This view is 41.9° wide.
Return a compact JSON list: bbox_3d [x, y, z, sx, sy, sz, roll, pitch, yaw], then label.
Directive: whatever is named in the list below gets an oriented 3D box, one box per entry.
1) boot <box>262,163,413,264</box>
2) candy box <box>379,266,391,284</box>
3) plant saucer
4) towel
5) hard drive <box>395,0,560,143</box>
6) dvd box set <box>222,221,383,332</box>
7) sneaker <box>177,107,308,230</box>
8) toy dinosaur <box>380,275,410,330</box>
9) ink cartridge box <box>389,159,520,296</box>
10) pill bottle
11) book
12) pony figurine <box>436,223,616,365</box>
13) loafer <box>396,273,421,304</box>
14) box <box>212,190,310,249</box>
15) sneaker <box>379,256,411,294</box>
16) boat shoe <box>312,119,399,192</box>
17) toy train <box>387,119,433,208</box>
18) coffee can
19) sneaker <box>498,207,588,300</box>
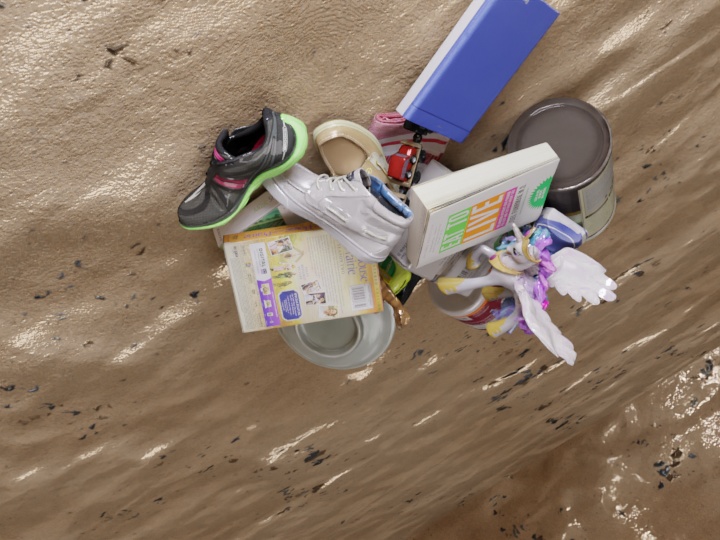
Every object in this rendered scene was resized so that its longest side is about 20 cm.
[{"bbox_3d":[-0.027,-0.100,1.164,0.096,0.200,0.074,-50,-172,38],"label":"boot"},{"bbox_3d":[-0.053,0.041,1.473,0.200,0.102,0.026,-43,-172,30],"label":"candy box"},{"bbox_3d":[-0.045,0.077,1.446,0.200,0.200,0.050,-41,-167,28],"label":"plant saucer"},{"bbox_3d":[0.047,-0.146,1.303,0.143,0.023,0.200,-9,149,-29],"label":"towel"},{"bbox_3d":[0.144,-0.254,1.139,0.132,0.025,0.200,11,122,-51],"label":"hard drive"},{"bbox_3d":[-0.074,0.004,1.264,0.199,0.029,0.147,-9,122,-1],"label":"dvd box set"},{"bbox_3d":[-0.154,-0.126,1.123,0.200,0.077,0.084,-40,132,20],"label":"sneaker"},{"bbox_3d":[0.000,0.000,1.349,0.060,0.200,0.106,-50,-170,-17],"label":"toy dinosaur"},{"bbox_3d":[0.131,-0.058,1.376,0.146,0.084,0.200,-53,147,9],"label":"ink cartridge box"},{"bbox_3d":[0.211,0.043,1.685,0.114,0.115,0.200,-35,153,17],"label":"pill bottle"},{"bbox_3d":[0.158,-0.084,1.243,0.199,0.048,0.134,-22,149,-18],"label":"book"},{"bbox_3d":[0.229,0.027,1.293,0.167,0.193,0.200,-55,-167,-33],"label":"pony figurine"},{"bbox_3d":[0.080,-0.020,1.523,0.070,0.068,0.201,-54,171,-50],"label":"loafer"},{"bbox_3d":[-0.087,-0.055,1.312,0.144,0.036,0.200,-32,150,23],"label":"box"},{"bbox_3d":[-0.003,0.033,1.517,0.200,0.084,0.074,-38,172,31],"label":"sneaker"},{"bbox_3d":[0.005,-0.122,1.225,0.074,0.067,0.200,-24,144,21],"label":"boat shoe"},{"bbox_3d":[0.058,-0.133,1.204,0.046,0.034,0.201,6,103,-55],"label":"toy train"},{"bbox_3d":[0.304,-0.142,1.398,0.146,0.147,0.200,-28,153,5],"label":"coffee can"},{"bbox_3d":[0.258,-0.013,1.389,0.115,0.080,0.199,-58,-178,-13],"label":"sneaker"}]
